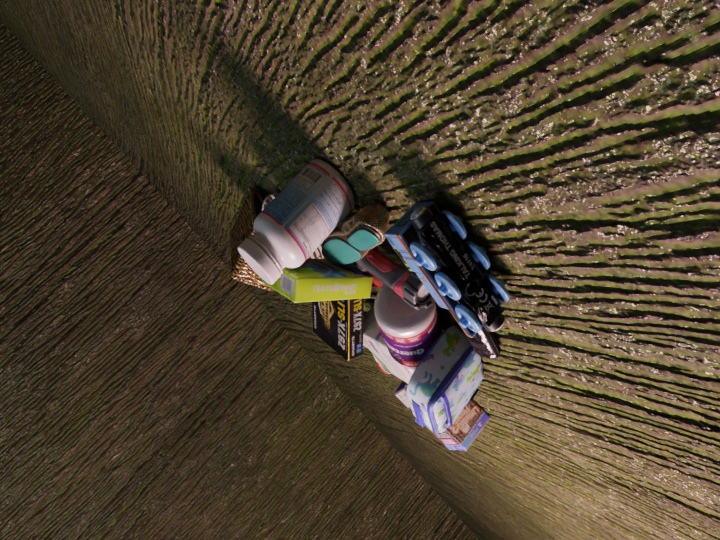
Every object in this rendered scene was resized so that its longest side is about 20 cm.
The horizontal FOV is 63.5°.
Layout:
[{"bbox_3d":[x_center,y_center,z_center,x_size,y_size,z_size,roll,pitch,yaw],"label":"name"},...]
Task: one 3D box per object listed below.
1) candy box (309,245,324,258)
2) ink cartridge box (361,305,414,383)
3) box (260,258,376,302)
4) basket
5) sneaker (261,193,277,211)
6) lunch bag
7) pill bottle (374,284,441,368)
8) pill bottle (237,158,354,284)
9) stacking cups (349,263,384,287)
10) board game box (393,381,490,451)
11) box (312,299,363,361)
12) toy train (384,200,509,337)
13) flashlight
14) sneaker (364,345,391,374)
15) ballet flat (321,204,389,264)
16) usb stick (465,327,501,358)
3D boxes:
[{"bbox_3d":[-0.117,-0.061,1.196,0.055,0.116,0.202,27,157,46],"label":"candy box"},{"bbox_3d":[0.094,0.176,1.299,0.146,0.084,0.198,54,163,-28],"label":"ink cartridge box"},{"bbox_3d":[-0.070,0.016,1.061,0.195,0.049,0.120,0,-163,-41],"label":"box"},{"bbox_3d":[-0.226,-0.074,1.397,0.139,0.151,0.202,19,-151,-26],"label":"basket"},{"bbox_3d":[-0.184,-0.102,1.352,0.084,0.080,0.203,46,166,39],"label":"sneaker"},{"bbox_3d":[0.157,0.211,1.079,0.082,0.161,0.202,34,161,28],"label":"lunch bag"},{"bbox_3d":[0.093,0.107,1.074,0.111,0.113,0.202,34,162,30],"label":"pill bottle"},{"bbox_3d":[-0.107,-0.079,0.965,0.108,0.200,0.109,39,164,14],"label":"pill bottle"},{"bbox_3d":[0.000,0.000,1.143,0.061,0.061,0.198,53,163,-30],"label":"stacking cups"},{"bbox_3d":[0.190,0.323,1.395,0.199,0.097,0.160,43,165,6],"label":"board game box"},{"bbox_3d":[-0.054,0.078,1.326,0.158,0.048,0.207,30,127,47],"label":"box"},{"bbox_3d":[0.121,-0.002,0.788,0.202,0.086,0.114,52,169,-16],"label":"toy train"},{"bbox_3d":[0.050,-0.010,0.997,0.199,0.067,0.069,40,157,40],"label":"flashlight"},{"bbox_3d":[0.049,0.180,1.493,0.201,0.071,0.093,51,146,-12],"label":"sneaker"},{"bbox_3d":[-0.005,-0.061,0.974,0.070,0.067,0.198,36,156,-18],"label":"ballet flat"},{"bbox_3d":[0.173,0.069,0.925,0.055,0.033,0.202,14,146,47],"label":"usb stick"}]
